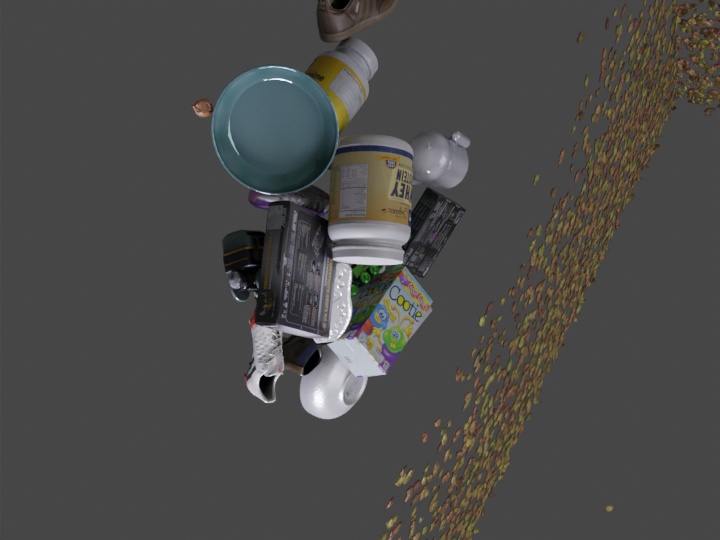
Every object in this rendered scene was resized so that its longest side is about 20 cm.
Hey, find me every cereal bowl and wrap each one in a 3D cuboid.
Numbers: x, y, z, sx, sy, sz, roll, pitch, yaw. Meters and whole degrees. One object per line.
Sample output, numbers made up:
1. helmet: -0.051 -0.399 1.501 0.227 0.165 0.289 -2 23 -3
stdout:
1. cereal bowl: -0.042 0.241 1.576 0.199 0.082 0.203 -35 136 -44

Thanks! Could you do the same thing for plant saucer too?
1. plant saucer: -0.132 -0.220 1.109 0.036 0.196 0.203 -98 -168 -66

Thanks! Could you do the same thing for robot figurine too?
1. robot figurine: 0.168 -0.247 1.584 0.169 0.114 0.199 -42 157 22

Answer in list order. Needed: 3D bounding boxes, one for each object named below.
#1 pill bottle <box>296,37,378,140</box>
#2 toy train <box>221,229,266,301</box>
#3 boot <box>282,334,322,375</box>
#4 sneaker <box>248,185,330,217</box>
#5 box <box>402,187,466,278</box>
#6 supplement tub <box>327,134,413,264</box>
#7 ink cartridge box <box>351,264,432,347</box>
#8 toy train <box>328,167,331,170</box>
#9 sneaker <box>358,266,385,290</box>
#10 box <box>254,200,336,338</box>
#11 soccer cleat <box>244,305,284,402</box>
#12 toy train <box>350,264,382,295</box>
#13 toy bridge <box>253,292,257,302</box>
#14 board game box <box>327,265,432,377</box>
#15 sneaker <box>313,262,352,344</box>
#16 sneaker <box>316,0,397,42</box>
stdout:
1. pill bottle: -0.054 -0.299 1.208 0.201 0.111 0.112 -56 147 -21
2. toy train: -0.158 -0.011 1.230 0.199 0.084 0.116 -1 79 -57
3. boot: -0.097 0.155 1.424 0.199 0.096 0.076 -29 131 -46
4. sneaker: -0.125 -0.105 1.254 0.199 0.080 0.089 1 121 -56
5. box: 0.154 -0.084 1.680 0.159 0.043 0.202 13 111 -58
6. supplement tub: 0.017 -0.115 1.201 0.144 0.143 0.204 9 82 -58
7. ink cartridge box: 0.049 0.097 1.561 0.147 0.084 0.200 55 50 -12
8. toy train: -0.071 -0.201 1.293 0.199 0.056 0.042 -25 128 -50
9. sneaker: 0.022 -0.050 1.537 0.082 0.074 0.202 39 73 -29
10. box: -0.101 0.003 1.183 0.158 0.048 0.203 23 70 -59
11. soccer cleat: -0.168 0.149 1.302 0.068 0.085 0.203 -5 119 -37
12. toy train: 0.000 0.000 1.447 0.200 0.057 0.042 -43 -176 -29
13. toy bridge: -0.136 0.050 1.367 0.199 0.027 0.068 -4 112 -55
14. board game box: 0.041 0.103 1.427 0.105 0.102 0.201 49 55 -18
15. sneaker: -0.070 0.022 1.357 0.079 0.147 0.202 -4 126 -20
16. sneaker: -0.001 -0.469 1.230 0.200 0.070 0.076 -46 141 -34
